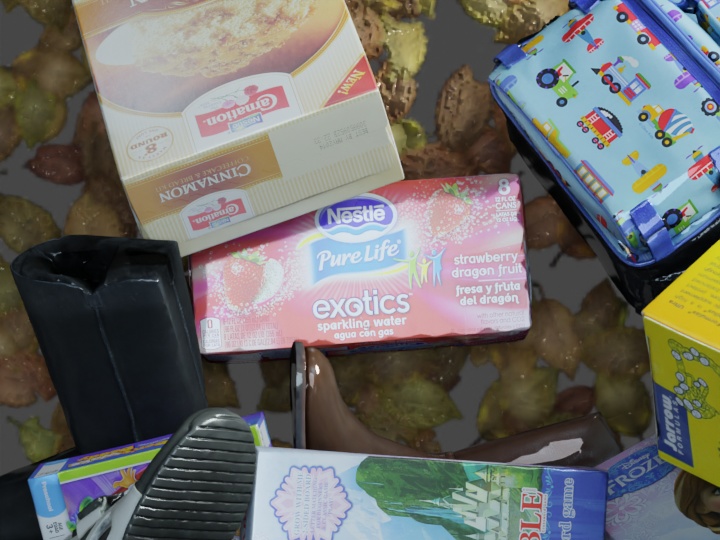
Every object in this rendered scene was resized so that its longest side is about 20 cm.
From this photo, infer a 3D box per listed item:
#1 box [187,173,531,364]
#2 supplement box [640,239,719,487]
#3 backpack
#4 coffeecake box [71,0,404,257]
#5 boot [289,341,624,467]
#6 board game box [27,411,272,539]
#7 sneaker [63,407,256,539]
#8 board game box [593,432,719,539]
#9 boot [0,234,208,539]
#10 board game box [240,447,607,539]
[{"bbox_3d":[0.000,0.000,1.592,0.198,0.100,0.096,-4,85,1],"label":"box"},{"bbox_3d":[0.260,0.027,1.480,0.109,0.109,0.200,25,53,36],"label":"supplement box"},{"bbox_3d":[0.196,-0.099,1.559,0.199,0.135,0.183,-34,66,-1],"label":"backpack"},{"bbox_3d":[-0.076,-0.115,1.561,0.153,0.073,0.201,-19,44,-1],"label":"coffeecake box"},{"bbox_3d":[0.063,0.101,1.566,0.198,0.187,0.064,-9,41,3],"label":"boot"},{"bbox_3d":[-0.096,0.194,1.514,0.134,0.045,0.201,-14,96,4],"label":"board game box"},{"bbox_3d":[-0.127,0.148,1.441,0.088,0.074,0.201,44,112,44],"label":"sneaker"},{"bbox_3d":[0.242,0.131,1.490,0.199,0.199,0.041,-28,121,-13],"label":"board game box"},{"bbox_3d":[-0.167,0.073,1.541,0.164,0.201,0.066,-9,43,3],"label":"boot"},{"bbox_3d":[0.030,0.202,1.463,0.198,0.041,0.202,4,87,-11],"label":"board game box"}]
